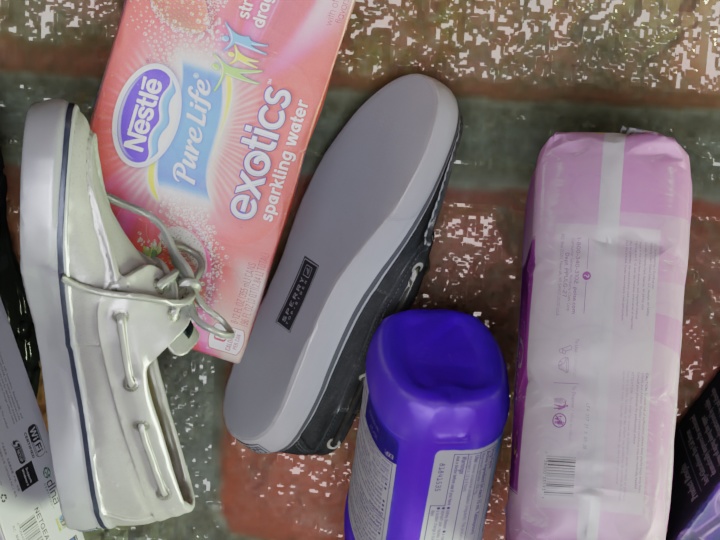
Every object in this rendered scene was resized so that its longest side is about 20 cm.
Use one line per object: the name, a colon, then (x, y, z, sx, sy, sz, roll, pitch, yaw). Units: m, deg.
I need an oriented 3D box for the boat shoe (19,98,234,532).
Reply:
boat shoe: (-0.098, 0.021, 1.103, 0.086, 0.075, 0.203, -4, 109, 4)

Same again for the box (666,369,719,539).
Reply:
box: (0.250, 0.083, 1.204, 0.148, 0.104, 0.200, 32, 104, -9)

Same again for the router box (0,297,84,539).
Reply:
router box: (-0.226, 0.090, 1.190, 0.179, 0.049, 0.201, -4, 110, 36)

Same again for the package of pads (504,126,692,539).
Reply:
package of pads: (0.107, 0.043, 1.147, 0.075, 0.121, 0.201, 4, 80, 5)

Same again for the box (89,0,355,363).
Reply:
box: (-0.071, -0.074, 1.162, 0.102, 0.095, 0.201, 18, 106, -3)

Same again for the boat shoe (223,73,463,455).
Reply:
boat shoe: (0.000, 0.000, 1.207, 0.056, 0.069, 0.200, 17, 107, -38)

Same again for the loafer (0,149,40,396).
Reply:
loafer: (-0.202, 0.004, 1.208, 0.070, 0.068, 0.201, 6, 115, 29)

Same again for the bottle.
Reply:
bottle: (0.027, 0.116, 1.210, 0.065, 0.084, 0.201, 0, 127, -10)
